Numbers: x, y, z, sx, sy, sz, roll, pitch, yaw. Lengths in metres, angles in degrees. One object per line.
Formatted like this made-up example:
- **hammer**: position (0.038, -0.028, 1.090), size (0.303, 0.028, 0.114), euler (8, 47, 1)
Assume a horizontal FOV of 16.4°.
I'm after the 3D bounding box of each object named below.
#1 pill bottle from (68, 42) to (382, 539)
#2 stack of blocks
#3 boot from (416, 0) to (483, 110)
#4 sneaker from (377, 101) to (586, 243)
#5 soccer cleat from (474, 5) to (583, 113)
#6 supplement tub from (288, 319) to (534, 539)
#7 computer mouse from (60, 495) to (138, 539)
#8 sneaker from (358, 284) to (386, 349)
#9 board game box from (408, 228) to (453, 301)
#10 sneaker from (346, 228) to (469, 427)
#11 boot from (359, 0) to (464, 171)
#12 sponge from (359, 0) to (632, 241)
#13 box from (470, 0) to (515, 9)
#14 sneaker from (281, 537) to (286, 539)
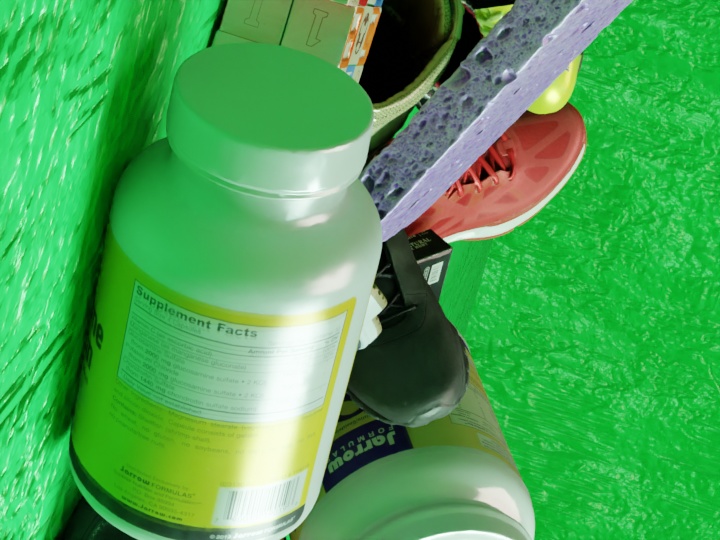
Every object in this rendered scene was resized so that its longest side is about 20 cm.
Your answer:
- **pill bottle**: position (-0.053, 0.011, 1.029), size (0.112, 0.112, 0.200), euler (-63, 169, -56)
- **stack of blocks**: position (-0.020, -0.141, 1.124), size (0.115, 0.059, 0.200), euler (-35, 143, -80)
- **boot**: position (0.050, -0.143, 1.557), size (0.154, 0.073, 0.204), euler (-84, 178, -47)
- **sneaker**: position (0.066, -0.062, 1.639), size (0.200, 0.078, 0.116), euler (-33, 169, -8)
- **soccer cleat**: position (0.073, -0.180, 1.403), size (0.084, 0.065, 0.200), euler (-29, 113, -46)
- **supplement tub**: position (0.021, 0.128, 1.501), size (0.200, 0.145, 0.145), euler (-111, -153, -47)
- **computer mouse**: position (-0.123, 0.151, 1.141), size (0.200, 0.053, 0.138), euler (-61, 173, 4)
- **sneaker**: position (-0.047, 0.040, 1.281), size (0.109, 0.070, 0.200), euler (-46, 178, -6)
- **board game box**: position (-0.016, 0.075, 1.636), size (0.135, 0.028, 0.200), euler (-20, 137, -38)
- **sneaker**: position (0.000, 0.000, 1.409), size (0.091, 0.076, 0.200), euler (67, -3, -56)
- **boot**: position (0.015, -0.130, 1.291), size (0.200, 0.073, 0.155), euler (-62, -176, -28)
- **sponge**: position (0.064, -0.089, 1.266), size (0.200, 0.030, 0.112), euler (-46, 173, 27)
- **box**: position (0.072, -0.261, 1.283), size (0.159, 0.046, 0.200), euler (60, 36, -43)
- **sneaker**: position (-0.091, 0.170, 1.422), size (0.200, 0.075, 0.090), euler (-6, 92, -80)
